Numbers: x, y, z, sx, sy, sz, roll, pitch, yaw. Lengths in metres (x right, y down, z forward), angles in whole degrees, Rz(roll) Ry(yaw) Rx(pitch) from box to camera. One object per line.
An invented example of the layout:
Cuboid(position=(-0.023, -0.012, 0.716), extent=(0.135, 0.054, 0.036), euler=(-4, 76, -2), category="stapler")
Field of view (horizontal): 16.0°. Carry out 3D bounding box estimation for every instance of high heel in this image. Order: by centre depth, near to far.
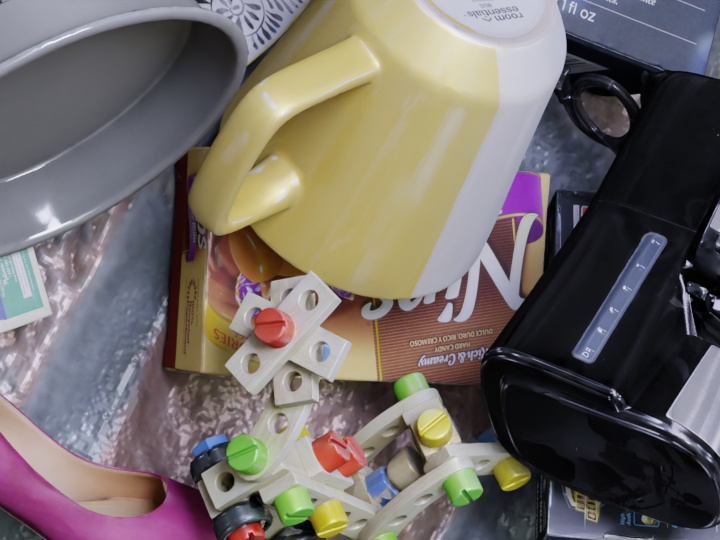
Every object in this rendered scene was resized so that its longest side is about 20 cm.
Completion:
Cuboid(position=(-0.140, 0.092, 1.258), extent=(0.199, 0.067, 0.097), euler=(7, 111, -24), category="high heel")

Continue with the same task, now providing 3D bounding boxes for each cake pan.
Cuboid(position=(-0.147, -0.071, 1.177), extent=(0.199, 0.200, 0.037), euler=(-23, 70, -24), category="cake pan")

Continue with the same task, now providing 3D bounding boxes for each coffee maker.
Cuboid(position=(0.144, 0.012, 1.293), extent=(0.200, 0.191, 0.135), euler=(-55, 130, -25), category="coffee maker")

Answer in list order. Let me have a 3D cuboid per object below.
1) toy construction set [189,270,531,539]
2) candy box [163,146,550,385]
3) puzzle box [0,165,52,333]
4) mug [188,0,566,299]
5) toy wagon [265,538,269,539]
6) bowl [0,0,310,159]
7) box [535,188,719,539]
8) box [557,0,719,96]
Cuboid(position=(-0.010, 0.086, 1.272), extent=(0.131, 0.092, 0.200), euler=(-32, 140, 14), category="toy construction set")
Cuboid(position=(0.000, 0.000, 1.343), extent=(0.199, 0.056, 0.118), euler=(4, 90, -25), category="candy box")
Cuboid(position=(-0.239, -0.051, 1.239), extent=(0.132, 0.025, 0.201), euler=(-20, 100, -25), category="puzzle box")
Cuboid(position=(0.021, -0.078, 1.233), extent=(0.149, 0.153, 0.187), euler=(28, 45, -6), category="mug")
Cuboid(position=(-0.053, 0.215, 1.332), extent=(0.199, 0.040, 0.156), euler=(-21, 101, -25), category="toy wagon")
Cuboid(position=(-0.122, -0.148, 1.227), extent=(0.200, 0.201, 0.095), euler=(-24, 72, -24), category="bowl")
Cuboid(position=(0.174, 0.061, 1.357), extent=(0.158, 0.046, 0.201), euler=(5, 66, -5), category="box")
Cuboid(position=(0.120, -0.211, 1.368), extent=(0.148, 0.107, 0.201), euler=(17, 83, -25), category="box")
